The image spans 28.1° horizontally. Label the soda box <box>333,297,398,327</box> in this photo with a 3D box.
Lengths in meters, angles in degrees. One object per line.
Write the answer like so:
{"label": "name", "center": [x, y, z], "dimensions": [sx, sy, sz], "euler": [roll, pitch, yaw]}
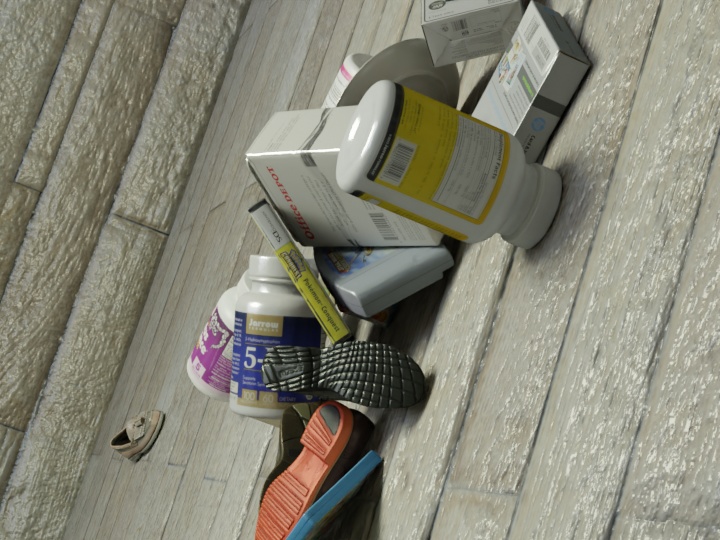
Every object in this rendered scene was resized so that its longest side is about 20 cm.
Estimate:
{"label": "soda box", "center": [0.000, 0.000, 1.775], "dimensions": [0.200, 0.068, 0.064], "euler": [-116, 47, -69]}

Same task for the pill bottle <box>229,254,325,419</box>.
{"label": "pill bottle", "center": [-0.103, 0.083, 1.831], "dimensions": [0.120, 0.118, 0.202], "euler": [-171, 84, -74]}

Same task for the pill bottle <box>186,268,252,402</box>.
{"label": "pill bottle", "center": [-0.180, 0.095, 2.188], "dimensions": [0.201, 0.111, 0.113], "euler": [-59, 18, 31]}

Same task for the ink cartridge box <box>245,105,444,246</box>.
{"label": "ink cartridge box", "center": [-0.007, -0.103, 1.589], "dimensions": [0.199, 0.146, 0.085], "euler": [-1, 45, 36]}

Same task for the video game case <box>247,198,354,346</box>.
{"label": "video game case", "center": [-0.065, 0.008, 1.667], "dimensions": [0.025, 0.182, 0.200], "euler": [-33, -4, -1]}

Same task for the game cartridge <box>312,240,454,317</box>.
{"label": "game cartridge", "center": [0.017, -0.017, 1.633], "dimensions": [0.132, 0.042, 0.200], "euler": [-24, 25, -6]}

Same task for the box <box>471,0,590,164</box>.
{"label": "box", "center": [0.160, -0.162, 1.496], "dimensions": [0.201, 0.041, 0.156], "euler": [-62, 17, 23]}

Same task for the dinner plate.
{"label": "dinner plate", "center": [0.045, -0.176, 1.684], "dimensions": [0.024, 0.199, 0.201], "euler": [42, 114, 38]}

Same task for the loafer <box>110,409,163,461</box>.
{"label": "loafer", "center": [-0.455, 0.331, 2.907], "dimensions": [0.200, 0.062, 0.072], "euler": [-48, 25, 53]}

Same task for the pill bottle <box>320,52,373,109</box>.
{"label": "pill bottle", "center": [-0.010, -0.184, 1.969], "dimensions": [0.201, 0.113, 0.114], "euler": [-62, 17, 24]}

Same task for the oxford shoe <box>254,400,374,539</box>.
{"label": "oxford shoe", "center": [-0.049, 0.245, 1.609], "dimensions": [0.201, 0.072, 0.071], "euler": [-58, 42, 9]}

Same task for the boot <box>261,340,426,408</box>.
{"label": "boot", "center": [0.000, 0.115, 1.582], "dimensions": [0.130, 0.198, 0.068], "euler": [18, -102, -62]}

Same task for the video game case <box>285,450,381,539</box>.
{"label": "video game case", "center": [-0.060, 0.292, 1.561], "dimensions": [0.143, 0.018, 0.201], "euler": [-37, -16, -52]}

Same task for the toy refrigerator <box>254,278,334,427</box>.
{"label": "toy refrigerator", "center": [-0.096, 0.107, 1.954], "dimensions": [0.070, 0.075, 0.202], "euler": [-32, 38, 65]}

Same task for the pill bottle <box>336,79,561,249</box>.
{"label": "pill bottle", "center": [0.085, -0.093, 1.360], "dimensions": [0.112, 0.199, 0.112], "euler": [-58, 18, 32]}

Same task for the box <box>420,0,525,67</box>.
{"label": "box", "center": [0.131, -0.325, 1.661], "dimensions": [0.201, 0.116, 0.060], "euler": [-89, -17, -49]}

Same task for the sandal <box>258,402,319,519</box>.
{"label": "sandal", "center": [-0.078, 0.246, 1.713], "dimensions": [0.201, 0.081, 0.055], "euler": [-87, 7, -46]}
